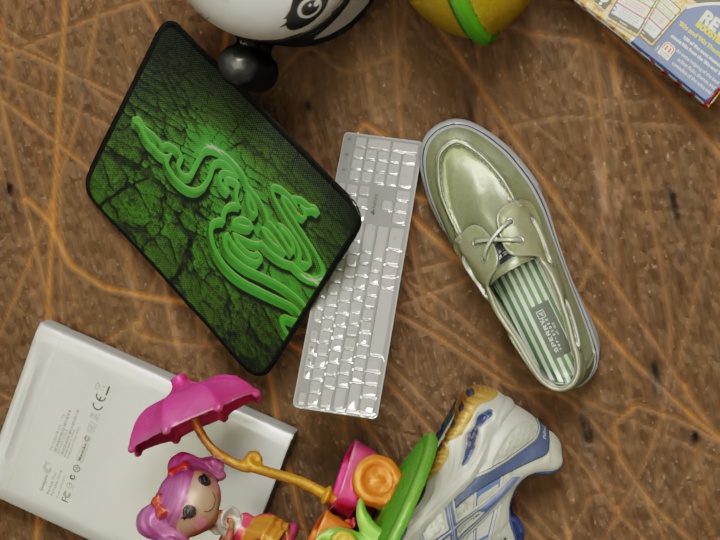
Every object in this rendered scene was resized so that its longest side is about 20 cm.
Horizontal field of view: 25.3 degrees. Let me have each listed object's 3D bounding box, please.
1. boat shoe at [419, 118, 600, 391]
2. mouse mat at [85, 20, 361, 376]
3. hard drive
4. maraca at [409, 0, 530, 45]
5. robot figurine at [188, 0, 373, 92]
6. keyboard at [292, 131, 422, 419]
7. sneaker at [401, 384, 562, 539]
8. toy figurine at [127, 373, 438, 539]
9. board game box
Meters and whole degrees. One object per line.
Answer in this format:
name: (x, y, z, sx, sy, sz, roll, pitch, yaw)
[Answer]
boat shoe: (0.103, -0.012, 1.069, 0.072, 0.062, 0.201, -31, 90, 11)
mouse mat: (-0.098, -0.047, 1.073, 0.200, 0.008, 0.162, 44, 125, 16)
hard drive: (-0.158, 0.135, 1.145, 0.198, 0.027, 0.133, 23, 99, 7)
maraca: (0.063, -0.239, 1.002, 0.106, 0.137, 0.203, -8, 74, 17)
robot figurine: (-0.047, -0.202, 1.002, 0.123, 0.200, 0.152, -21, 92, 10)
keyboard: (0.000, 0.000, 1.063, 0.055, 0.011, 0.202, 5, 66, 12)
sneaker: (0.064, 0.181, 1.091, 0.087, 0.075, 0.201, 29, 105, -4)
toy figurine: (-0.072, 0.155, 1.047, 0.182, 0.150, 0.202, 28, 66, -1)
board game box: (0.227, -0.231, 1.033, 0.151, 0.046, 0.201, 39, 101, 4)
